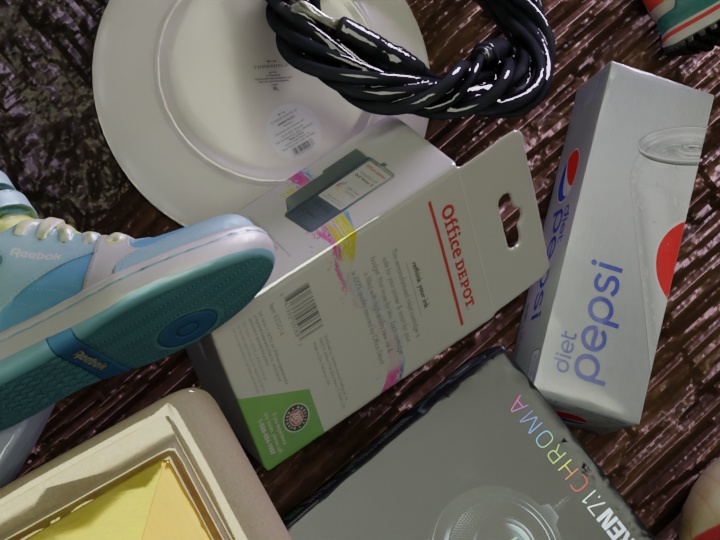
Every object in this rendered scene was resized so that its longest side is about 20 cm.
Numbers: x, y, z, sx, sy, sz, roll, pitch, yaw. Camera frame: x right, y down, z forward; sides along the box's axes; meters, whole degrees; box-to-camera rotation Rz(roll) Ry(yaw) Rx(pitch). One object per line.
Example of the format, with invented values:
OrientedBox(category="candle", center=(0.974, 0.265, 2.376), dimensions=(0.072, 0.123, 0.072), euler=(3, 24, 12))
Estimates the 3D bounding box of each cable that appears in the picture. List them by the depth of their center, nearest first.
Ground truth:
OrientedBox(category="cable", center=(0.037, -0.145, 1.007), dimensions=(0.199, 0.051, 0.164), euler=(-5, 46, -37))

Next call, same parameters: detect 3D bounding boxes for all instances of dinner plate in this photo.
OrientedBox(category="dinner plate", center=(-0.054, -0.112, 1.040), dimensions=(0.198, 0.024, 0.202), euler=(2, 80, -11))

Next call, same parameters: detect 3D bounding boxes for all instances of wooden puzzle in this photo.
OrientedBox(category="wooden puzzle", center=(-0.116, 0.176, 0.855), dimensions=(0.199, 0.037, 0.186), euler=(-28, 78, -15))

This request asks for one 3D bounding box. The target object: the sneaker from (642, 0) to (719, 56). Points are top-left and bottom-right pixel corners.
OrientedBox(category="sneaker", center=(0.244, -0.210, 1.058), dimensions=(0.199, 0.070, 0.094), euler=(-32, 78, 25))

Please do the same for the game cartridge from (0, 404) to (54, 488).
OrientedBox(category="game cartridge", center=(-0.235, 0.075, 0.919), dimensions=(0.132, 0.041, 0.201), euler=(27, 69, 16))

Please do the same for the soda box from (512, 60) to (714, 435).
OrientedBox(category="soda box", center=(0.142, -0.012, 1.040), dimensions=(0.068, 0.063, 0.202), euler=(18, 76, -8))

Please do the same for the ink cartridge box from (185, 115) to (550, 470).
OrientedBox(category="ink cartridge box", center=(0.000, 0.000, 0.977), dimensions=(0.199, 0.118, 0.067), euler=(-33, 45, -16))

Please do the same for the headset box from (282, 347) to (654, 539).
OrientedBox(category="headset box", center=(0.043, 0.173, 0.960), dimensions=(0.200, 0.093, 0.175), euler=(-37, 88, -15))

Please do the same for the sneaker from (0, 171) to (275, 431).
OrientedBox(category="sneaker", center=(-0.148, -0.011, 0.883), dimensions=(0.199, 0.080, 0.131), euler=(-24, 66, 2))

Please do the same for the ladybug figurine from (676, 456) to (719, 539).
OrientedBox(category="ladybug figurine", center=(0.230, 0.190, 0.976), dimensions=(0.072, 0.136, 0.201), euler=(-4, 62, -41))
